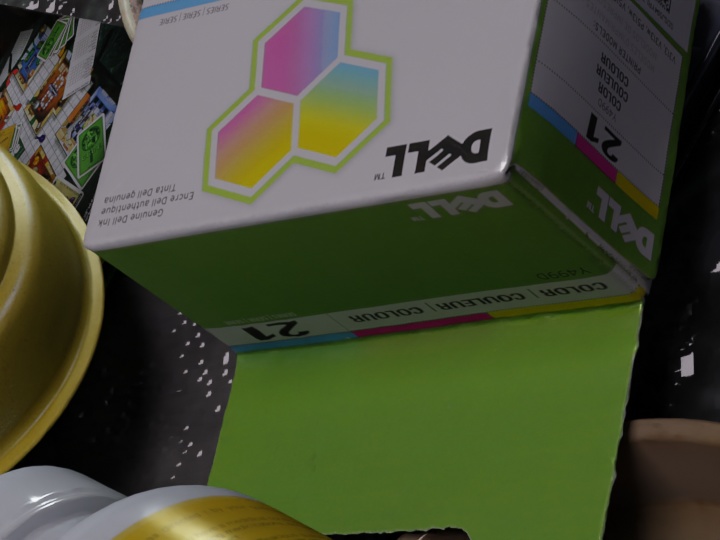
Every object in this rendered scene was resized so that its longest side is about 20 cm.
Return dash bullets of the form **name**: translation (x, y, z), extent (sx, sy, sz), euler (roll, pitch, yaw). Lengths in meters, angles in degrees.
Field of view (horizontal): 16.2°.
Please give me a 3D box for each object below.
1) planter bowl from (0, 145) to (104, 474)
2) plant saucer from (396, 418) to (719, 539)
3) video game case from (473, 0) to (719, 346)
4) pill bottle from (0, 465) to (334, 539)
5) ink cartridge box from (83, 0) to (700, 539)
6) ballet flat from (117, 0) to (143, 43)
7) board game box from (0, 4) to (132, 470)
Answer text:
- **planter bowl**: translation (-0.181, -0.009, 0.754), extent (0.200, 0.084, 0.201), euler (-4, 42, 4)
- **plant saucer**: translation (0.064, 0.133, 0.621), extent (0.200, 0.029, 0.201), euler (-18, 56, 28)
- **video game case**: translation (0.055, -0.081, 0.754), extent (0.143, 0.019, 0.200), euler (25, 83, 43)
- **pill bottle**: translation (-0.024, 0.118, 0.598), extent (0.200, 0.112, 0.112), euler (23, 81, 41)
- **ink cartridge box**: translation (0.000, 0.000, 0.678), extent (0.147, 0.076, 0.201), euler (-9, 57, 36)
- **ballet flat**: translation (-0.047, -0.144, 0.848), extent (0.062, 0.067, 0.201), euler (-33, 40, 55)
- **board game box**: translation (-0.130, 0.008, 0.839), extent (0.105, 0.023, 0.200), euler (16, 76, 40)
